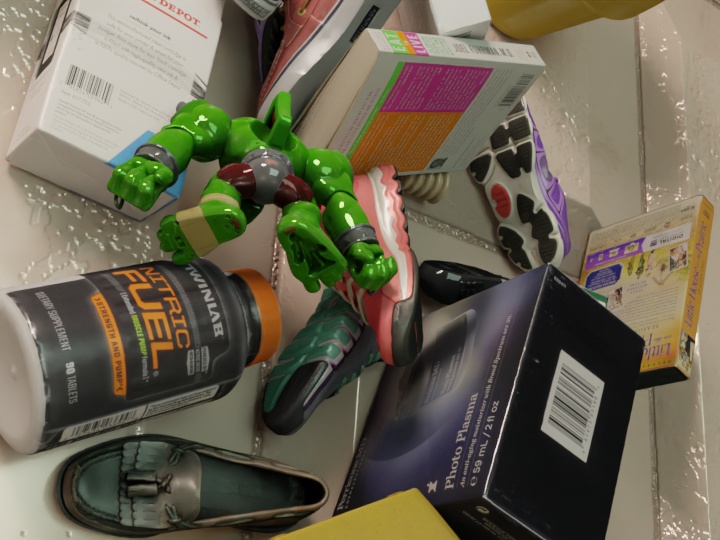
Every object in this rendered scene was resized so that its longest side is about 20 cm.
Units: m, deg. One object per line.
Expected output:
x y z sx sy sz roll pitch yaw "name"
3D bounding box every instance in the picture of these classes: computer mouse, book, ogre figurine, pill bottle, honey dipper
0.133 0.019 0.965 0.197 0.058 0.035 6 101 -32 "computer mouse"
0.052 -0.139 0.857 0.198 0.134 0.049 -5 56 -42 "book"
-0.068 -0.058 0.715 0.196 0.099 0.121 5 44 -3 "ogre figurine"
-0.150 0.049 0.697 0.198 0.106 0.108 -13 83 -41 "pill bottle"
-0.007 -0.106 0.913 0.197 0.038 0.039 17 65 -30 "honey dipper"

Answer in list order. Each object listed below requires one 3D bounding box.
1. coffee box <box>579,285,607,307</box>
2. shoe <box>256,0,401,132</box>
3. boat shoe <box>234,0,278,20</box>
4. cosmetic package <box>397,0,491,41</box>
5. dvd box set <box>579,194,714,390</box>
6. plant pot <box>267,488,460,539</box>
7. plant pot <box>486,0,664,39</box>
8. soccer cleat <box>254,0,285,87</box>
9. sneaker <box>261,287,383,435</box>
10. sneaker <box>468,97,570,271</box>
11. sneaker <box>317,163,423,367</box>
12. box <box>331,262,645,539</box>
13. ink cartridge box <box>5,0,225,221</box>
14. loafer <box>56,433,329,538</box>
0.166 0.125 0.915 0.043 0.122 0.204 19 65 -33 "coffee box"
-0.039 -0.210 0.834 0.091 0.201 0.071 43 15 21 "shoe"
-0.100 -0.284 0.819 0.069 0.066 0.201 27 27 -42 "boat shoe"
0.065 -0.256 0.920 0.051 0.200 0.153 -17 84 -2 "cosmetic package"
0.278 0.029 1.020 0.029 0.145 0.202 36 55 -25 "dvd box set"
-0.012 0.264 0.689 0.198 0.199 0.179 -8 71 -39 "plant pot"
0.217 -0.343 1.067 0.198 0.188 0.205 14 67 -35 "plant pot"
-0.070 -0.244 0.892 0.067 0.073 0.204 -2 95 -39 "soccer cleat"
-0.005 0.067 0.831 0.088 0.074 0.201 47 51 -22 "sneaker"
0.163 -0.097 1.032 0.083 0.080 0.204 -21 96 -57 "sneaker"
0.000 0.000 0.790 0.085 0.075 0.202 -8 44 -1 "sneaker"
0.099 0.130 0.807 0.123 0.197 0.202 35 56 -20 "box"
-0.178 -0.156 0.767 0.115 0.067 0.203 26 61 -32 "ink cartridge box"
-0.112 0.151 0.720 0.197 0.063 0.073 11 68 -36 "loafer"
